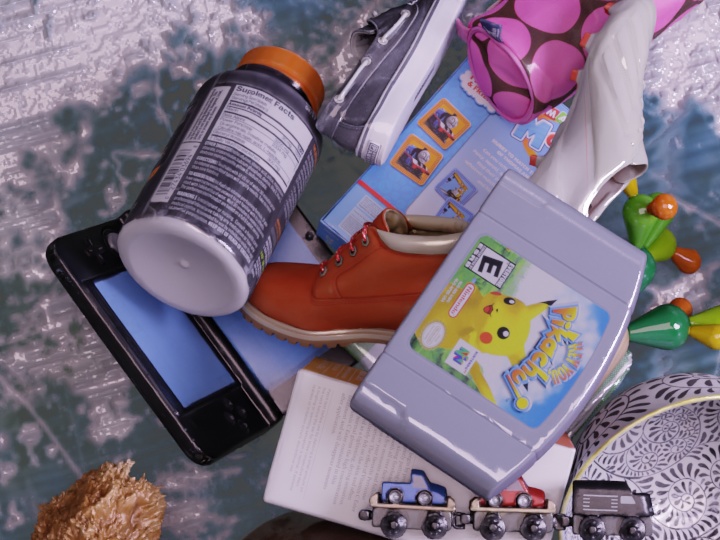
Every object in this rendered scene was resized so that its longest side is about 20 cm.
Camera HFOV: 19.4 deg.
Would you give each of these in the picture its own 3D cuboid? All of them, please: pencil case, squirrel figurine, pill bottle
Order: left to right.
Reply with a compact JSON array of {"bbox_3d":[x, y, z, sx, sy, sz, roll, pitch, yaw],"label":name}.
[{"bbox_3d":[-0.190,0.240,1.502,0.140,0.187,0.202,-11,83,-1],"label":"squirrel figurine"},{"bbox_3d":[-0.092,-0.073,1.547,0.105,0.107,0.201,23,54,3],"label":"pill bottle"},{"bbox_3d":[0.172,-0.198,1.591,0.199,0.091,0.094,-32,61,-20],"label":"pencil case"}]

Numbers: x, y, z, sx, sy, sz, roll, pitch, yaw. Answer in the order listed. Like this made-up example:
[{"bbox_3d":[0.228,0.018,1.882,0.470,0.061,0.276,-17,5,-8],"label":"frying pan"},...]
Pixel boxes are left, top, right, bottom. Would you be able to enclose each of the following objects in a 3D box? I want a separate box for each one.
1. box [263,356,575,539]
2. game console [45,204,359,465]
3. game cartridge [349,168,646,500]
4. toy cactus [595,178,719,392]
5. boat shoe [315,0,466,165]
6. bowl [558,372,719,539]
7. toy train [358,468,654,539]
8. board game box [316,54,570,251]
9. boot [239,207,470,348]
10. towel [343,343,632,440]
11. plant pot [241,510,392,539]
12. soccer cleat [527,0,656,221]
[{"bbox_3d":[0.043,0.138,1.495,0.198,0.124,0.098,16,92,2],"label":"box"},{"bbox_3d":[-0.106,0.018,1.570,0.116,0.176,0.201,-40,83,24],"label":"game console"},{"bbox_3d":[0.100,0.045,1.414,0.133,0.041,0.201,33,78,8],"label":"game cartridge"},{"bbox_3d":[0.199,0.021,1.552,0.199,0.102,0.166,35,79,-32],"label":"toy cactus"},{"bbox_3d":[0.026,-0.167,1.586,0.067,0.072,0.201,26,60,5],"label":"boat shoe"},{"bbox_3d":[0.227,0.141,1.543,0.199,0.202,0.095,-18,39,-2],"label":"bowl"},{"bbox_3d":[0.098,0.158,1.414,0.198,0.034,0.046,1,88,3],"label":"toy train"},{"bbox_3d":[0.087,-0.055,1.592,0.151,0.037,0.200,40,72,6],"label":"board game box"},{"bbox_3d":[0.000,0.000,1.513,0.198,0.075,0.108,5,119,23],"label":"boot"},{"bbox_3d":[0.091,0.056,1.588,0.200,0.031,0.149,41,71,4],"label":"towel"},{"bbox_3d":[0.001,0.257,1.470,0.185,0.200,0.189,2,82,-18],"label":"plant pot"},{"bbox_3d":[0.178,-0.105,1.502,0.077,0.069,0.201,20,73,20],"label":"soccer cleat"}]
